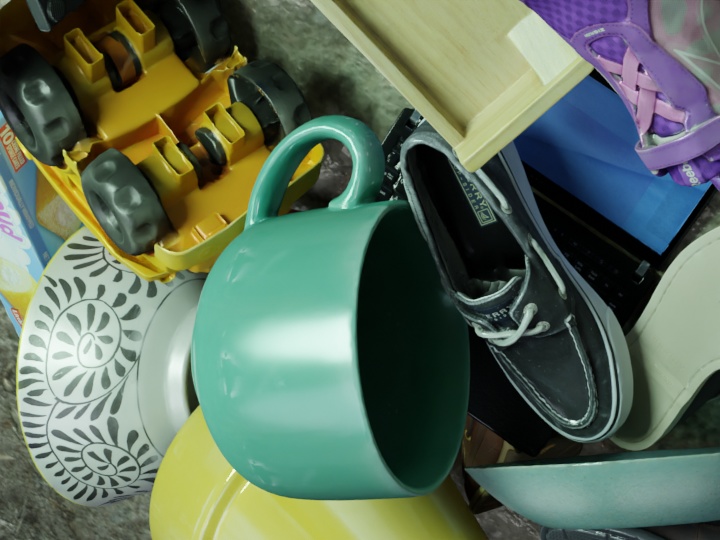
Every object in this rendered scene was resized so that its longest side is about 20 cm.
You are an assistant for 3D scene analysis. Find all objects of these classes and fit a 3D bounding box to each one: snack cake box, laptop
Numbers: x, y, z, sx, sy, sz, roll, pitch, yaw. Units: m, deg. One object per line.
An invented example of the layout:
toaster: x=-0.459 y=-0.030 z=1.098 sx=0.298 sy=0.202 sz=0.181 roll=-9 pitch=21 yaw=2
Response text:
snack cake box: x=-0.208 y=-0.049 z=1.121 sx=0.067 sy=0.115 sz=0.201 roll=11 pitch=136 yaw=33
laptop: x=0.075 y=-0.023 z=0.898 sx=0.176 sy=0.201 sz=0.103 roll=35 pitch=-174 yaw=8

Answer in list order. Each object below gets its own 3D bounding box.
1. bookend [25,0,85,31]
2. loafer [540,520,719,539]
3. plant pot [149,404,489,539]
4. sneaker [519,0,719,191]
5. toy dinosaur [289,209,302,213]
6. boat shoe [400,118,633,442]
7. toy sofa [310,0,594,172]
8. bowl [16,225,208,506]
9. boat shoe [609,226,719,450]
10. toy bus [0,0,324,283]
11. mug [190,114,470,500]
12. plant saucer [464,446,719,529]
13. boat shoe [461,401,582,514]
bookend: x=-0.181 y=-0.221 z=0.839 sx=0.197 sy=0.200 sz=0.093 roll=10 pitch=135 yaw=34
loafer: x=0.211 y=0.170 z=0.998 sx=0.198 sy=0.063 sz=0.072 roll=13 pitch=139 yaw=20
plant pot: x=-0.007 y=0.180 z=1.062 sx=0.189 sy=0.200 sz=0.202 roll=42 pitch=153 yaw=42
sneaker: x=0.139 y=-0.087 z=0.719 sx=0.199 sy=0.089 sz=0.080 roll=25 pitch=160 yaw=-37
toy dinosaur: x=0.000 y=0.000 z=1.015 sx=0.180 sy=0.105 sz=0.201 roll=-23 pitch=102 yaw=32
boat shoe: x=0.079 y=0.010 z=0.864 sx=0.071 sy=0.068 sz=0.202 roll=-19 pitch=103 yaw=30
toy sofa: x=0.014 y=-0.150 z=0.771 sx=0.083 sy=0.098 sz=0.200 roll=-40 pitch=119 yaw=14
bowl: x=-0.131 y=0.066 z=1.109 sx=0.093 sy=0.201 sz=0.202 roll=5 pitch=133 yaw=29
boat shoe: x=0.197 y=0.024 z=0.884 sx=0.073 sy=0.062 sz=0.200 roll=52 pitch=137 yaw=14
toy bus: x=-0.126 y=-0.062 z=0.996 sx=0.200 sy=0.135 sz=0.193 roll=47 pitch=154 yaw=21
mug: x=-0.019 y=0.031 z=0.882 sx=0.113 sy=0.187 sz=0.152 roll=-6 pitch=151 yaw=25
plant saucer: x=0.158 y=0.121 z=0.918 sx=0.200 sy=0.200 sz=0.039 roll=-11 pitch=82 yaw=47
boat shoe: x=0.100 y=0.095 z=1.047 sx=0.201 sy=0.071 sz=0.068 roll=102 pitch=145 yaw=-59
